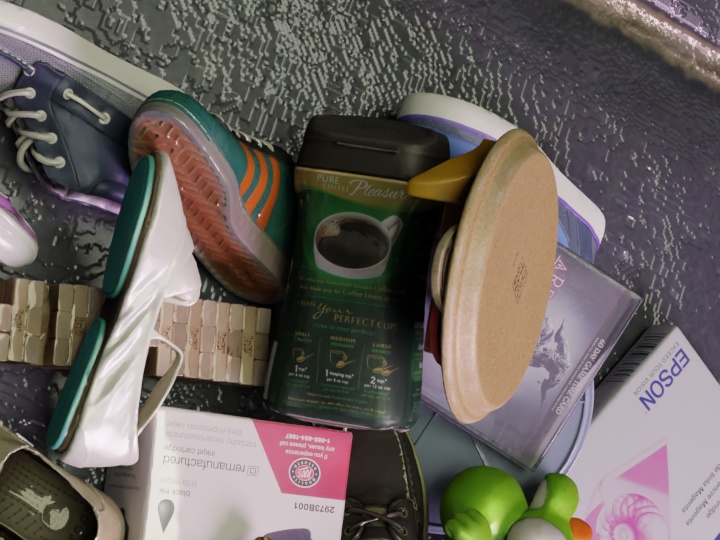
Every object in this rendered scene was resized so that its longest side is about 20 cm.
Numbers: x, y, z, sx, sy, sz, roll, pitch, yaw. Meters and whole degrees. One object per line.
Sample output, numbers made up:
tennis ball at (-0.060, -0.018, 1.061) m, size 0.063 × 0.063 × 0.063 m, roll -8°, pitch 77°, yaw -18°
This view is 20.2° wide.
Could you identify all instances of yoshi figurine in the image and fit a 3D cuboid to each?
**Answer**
yoshi figurine at (0.074, 0.210, 1.339) m, size 0.112 × 0.112 × 0.201 m, roll 46°, pitch 55°, yaw -24°

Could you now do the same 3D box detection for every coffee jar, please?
coffee jar at (0.000, 0.000, 1.328) m, size 0.103 × 0.085 × 0.202 m, roll 9°, pitch 92°, yaw 10°

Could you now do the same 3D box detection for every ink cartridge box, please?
ink cartridge box at (0.227, 0.179, 1.529) m, size 0.196 × 0.043 × 0.200 m, roll -47°, pitch 107°, yaw -24°
ink cartridge box at (-0.095, 0.196, 1.321) m, size 0.144 × 0.084 × 0.202 m, roll 10°, pitch 82°, yaw -26°

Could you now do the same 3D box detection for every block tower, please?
block tower at (-0.151, 0.042, 1.317) m, size 0.199 × 0.058 × 0.054 m, roll 7°, pitch 84°, yaw -30°

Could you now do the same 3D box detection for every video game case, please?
video game case at (0.072, 0.025, 1.380) m, size 0.199 × 0.019 × 0.143 m, roll 32°, pitch 95°, yaw 1°

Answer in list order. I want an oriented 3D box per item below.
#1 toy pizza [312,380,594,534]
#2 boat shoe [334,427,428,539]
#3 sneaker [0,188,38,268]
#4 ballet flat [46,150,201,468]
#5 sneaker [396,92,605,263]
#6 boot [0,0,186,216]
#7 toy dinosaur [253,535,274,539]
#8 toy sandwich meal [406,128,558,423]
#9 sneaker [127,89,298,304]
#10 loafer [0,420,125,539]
toy pizza at (0.063, 0.083, 1.410) m, size 0.199 × 0.032 × 0.202 m, roll 0°, pitch 94°, yaw 3°
boat shoe at (0.012, 0.187, 1.353) m, size 0.071 × 0.066 × 0.202 m, roll 0°, pitch 79°, yaw -1°
sneaker at (-0.296, -0.038, 1.245) m, size 0.199 × 0.075 × 0.100 m, roll 26°, pitch 93°, yaw -25°
ballet flat at (-0.136, 0.028, 1.255) m, size 0.069 × 0.069 × 0.201 m, roll 19°, pitch 88°, yaw -27°
sneaker at (0.084, -0.017, 1.438) m, size 0.200 × 0.080 × 0.147 m, roll 36°, pitch 66°, yaw -28°
boot at (-0.202, -0.103, 1.287) m, size 0.199 × 0.073 × 0.091 m, roll 23°, pitch 75°, yaw -29°
toy dinosaur at (-0.131, 0.218, 1.233) m, size 0.199 × 0.060 × 0.107 m, roll -11°, pitch 67°, yaw -30°
toy sandwich meal at (0.070, -0.002, 1.272) m, size 0.205 × 0.070 × 0.207 m, roll 11°, pitch 90°, yaw -70°
sneaker at (-0.090, -0.064, 1.324) m, size 0.200 × 0.071 × 0.080 m, roll 61°, pitch 41°, yaw -50°
loafer at (-0.233, 0.124, 1.240) m, size 0.199 × 0.068 × 0.076 m, roll 24°, pitch 74°, yaw -8°
